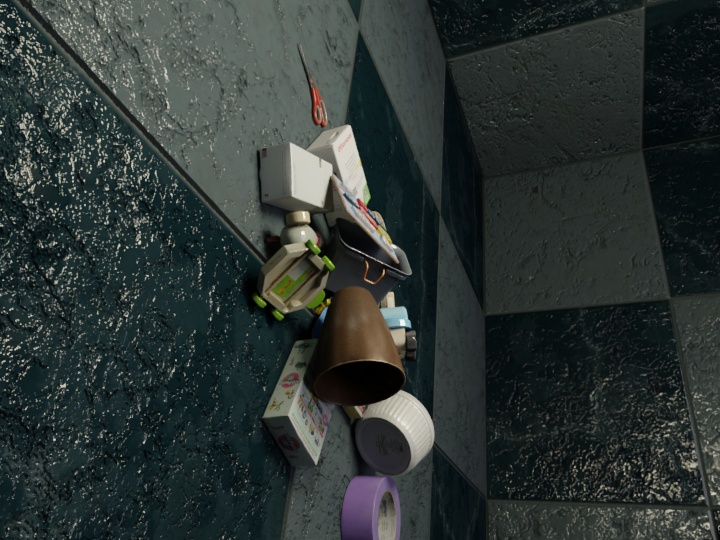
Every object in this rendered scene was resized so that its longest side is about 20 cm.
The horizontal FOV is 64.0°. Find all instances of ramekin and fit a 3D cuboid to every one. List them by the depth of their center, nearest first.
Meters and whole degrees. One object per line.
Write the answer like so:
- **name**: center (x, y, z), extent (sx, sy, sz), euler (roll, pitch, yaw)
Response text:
- **ramekin**: center (0.077, 0.412, 1.445), extent (0.105, 0.196, 0.206), euler (-30, 112, -56)

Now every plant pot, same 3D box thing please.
- **plant pot**: center (-0.010, 0.144, 1.187), extent (0.188, 0.183, 0.204), euler (56, 21, -49)

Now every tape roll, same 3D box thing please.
- **tape roll**: center (0.029, 0.608, 1.402), extent (0.199, 0.083, 0.206), euler (-6, 90, -68)

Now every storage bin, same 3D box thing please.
- **storage bin**: center (0.000, 0.000, 1.329), extent (0.196, 0.136, 0.147), euler (23, 27, -23)

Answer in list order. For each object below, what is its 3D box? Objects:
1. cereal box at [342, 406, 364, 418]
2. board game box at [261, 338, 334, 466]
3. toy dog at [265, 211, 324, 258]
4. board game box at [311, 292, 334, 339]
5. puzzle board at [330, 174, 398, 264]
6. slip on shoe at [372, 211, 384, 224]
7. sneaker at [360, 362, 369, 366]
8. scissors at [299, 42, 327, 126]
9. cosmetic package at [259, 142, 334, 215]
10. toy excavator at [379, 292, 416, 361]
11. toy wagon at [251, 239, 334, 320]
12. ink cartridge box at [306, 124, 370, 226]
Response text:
- **cereal box**: center (-0.019, 0.243, 1.444), extent (0.203, 0.039, 0.145), euler (-74, 147, -43)
- **board game box**: center (-0.113, 0.265, 1.171), extent (0.202, 0.063, 0.150), euler (-71, 146, -50)
- **toy dog**: center (-0.135, -0.059, 1.208), extent (0.201, 0.093, 0.135), euler (69, 18, -66)
- **board game box**: center (-0.073, 0.152, 1.338), extent (0.201, 0.038, 0.161), euler (-60, 139, -45)
- **puzzle board**: center (0.013, -0.117, 1.295), extent (0.200, 0.017, 0.152), euler (43, 16, -37)
- **slip on shoe**: center (0.042, -0.065, 1.671), extent (0.060, 0.074, 0.206), euler (153, -75, -71)
- **sneaker**: center (-0.010, 0.161, 1.296), extent (0.072, 0.112, 0.207), euler (2, 86, -60)
- **scissors**: center (-0.118, -0.461, 1.439), extent (0.073, 0.014, 0.205), euler (-38, 118, -62)
- **cosmetic package**: center (-0.132, -0.189, 1.229), extent (0.199, 0.079, 0.116), euler (5, 81, -69)
- **toy excavator**: center (0.077, 0.121, 1.388), extent (0.196, 0.097, 0.205), euler (85, 2, -65)
- **toy wagon**: center (-0.121, 0.028, 1.129), extent (0.040, 0.155, 0.200), euler (46, -2, 34)
- **ink cartridge box**: center (-0.053, -0.237, 1.439), extent (0.146, 0.082, 0.204), euler (-63, 141, -55)
